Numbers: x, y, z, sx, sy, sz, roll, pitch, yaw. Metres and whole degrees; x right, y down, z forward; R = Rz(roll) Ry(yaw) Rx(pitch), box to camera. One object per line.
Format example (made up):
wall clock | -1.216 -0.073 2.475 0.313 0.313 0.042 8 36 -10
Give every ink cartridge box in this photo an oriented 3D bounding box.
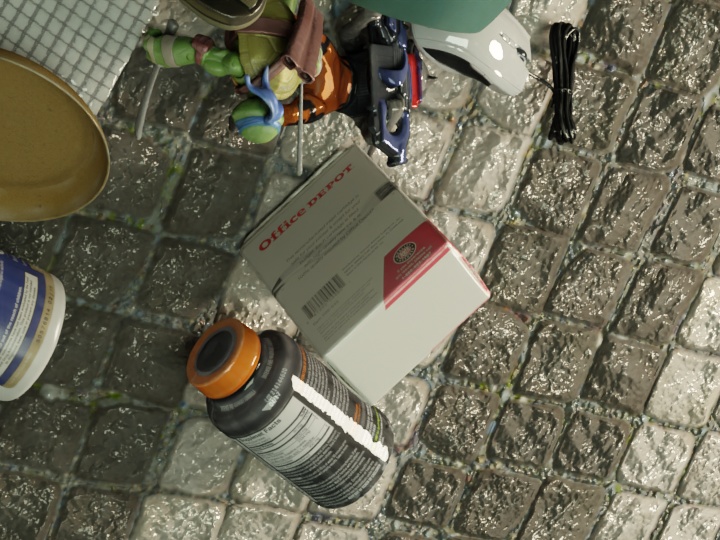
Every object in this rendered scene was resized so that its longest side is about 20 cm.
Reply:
ink cartridge box | 0.000 0.000 1.738 0.145 0.200 0.085 -42 129 1

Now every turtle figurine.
turtle figurine | -0.098 -0.190 1.581 0.142 0.200 0.196 7 82 -4

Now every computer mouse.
computer mouse | 0.125 -0.190 1.758 0.199 0.044 0.111 20 73 -38

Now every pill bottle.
pill bottle | -0.068 0.124 1.828 0.106 0.106 0.200 -46 124 4
pill bottle | -0.343 0.017 1.594 0.199 0.111 0.112 27 102 -29

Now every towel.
towel | -0.247 -0.224 1.556 0.165 0.085 0.201 33 72 -26

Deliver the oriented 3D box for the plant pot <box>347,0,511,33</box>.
plant pot | 0.057 -0.284 1.614 0.199 0.201 0.162 8 107 -27

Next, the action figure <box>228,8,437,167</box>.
action figure | -0.020 -0.190 1.721 0.192 0.104 0.202 9 82 -34

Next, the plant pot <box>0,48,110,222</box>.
plant pot | -0.284 -0.109 1.525 0.198 0.028 0.201 7 145 5

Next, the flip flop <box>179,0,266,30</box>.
flip flop | -0.147 -0.248 1.506 0.081 0.200 0.058 -40 167 -23
